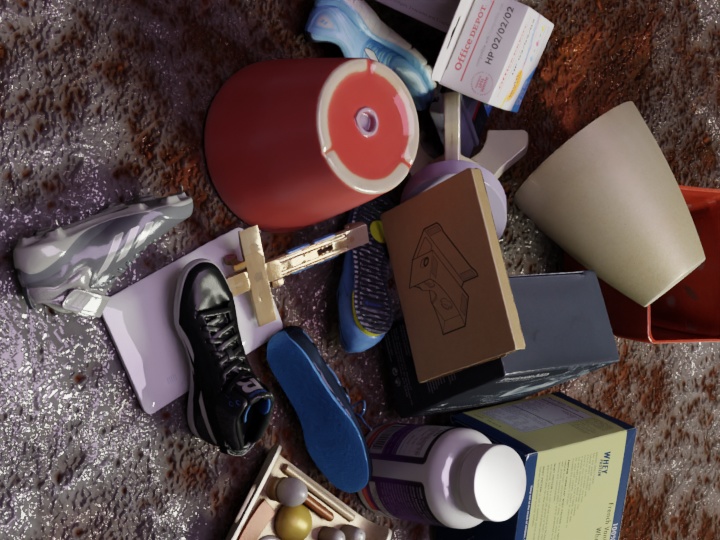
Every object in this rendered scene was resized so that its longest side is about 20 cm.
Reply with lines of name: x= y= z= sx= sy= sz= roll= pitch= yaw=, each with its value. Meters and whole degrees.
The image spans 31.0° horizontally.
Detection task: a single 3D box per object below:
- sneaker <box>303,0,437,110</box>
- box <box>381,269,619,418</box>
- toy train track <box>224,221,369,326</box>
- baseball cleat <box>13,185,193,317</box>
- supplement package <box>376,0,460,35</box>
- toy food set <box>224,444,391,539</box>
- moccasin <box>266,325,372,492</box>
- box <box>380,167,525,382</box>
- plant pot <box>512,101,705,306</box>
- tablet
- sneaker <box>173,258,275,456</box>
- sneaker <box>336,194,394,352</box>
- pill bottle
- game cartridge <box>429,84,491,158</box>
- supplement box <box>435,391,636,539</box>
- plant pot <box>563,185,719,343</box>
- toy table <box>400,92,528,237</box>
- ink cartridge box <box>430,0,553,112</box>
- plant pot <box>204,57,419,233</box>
sneaker: x=0.007 y=-0.249 z=1.544 sx=0.199 sy=0.078 sz=0.091 roll=37 pitch=85 yaw=-28
box: x=0.162 y=0.088 z=1.538 sx=0.194 sy=0.199 sz=0.119 roll=-3 pitch=72 yaw=-38
toy train track: x=-0.083 y=-0.013 z=1.439 sx=0.198 sy=0.032 sz=0.116 roll=-22 pitch=118 yaw=-23
baseball cleat: x=-0.254 y=-0.014 z=1.318 sx=0.198 sy=0.069 sz=0.108 roll=-19 pitch=106 yaw=-28
supplement package: x=0.101 y=-0.394 z=1.483 sx=0.150 sy=0.150 sz=0.202 roll=-31 pitch=145 yaw=-65
toy food set: x=-0.060 y=0.306 z=1.450 sx=0.200 sy=0.060 sz=0.145 roll=41 pitch=63 yaw=-29
moccasin: x=-0.034 y=0.150 z=1.466 sx=0.202 sy=0.079 sz=0.068 roll=68 pitch=21 yaw=-11
box: x=0.098 y=0.009 z=1.436 sx=0.021 sy=0.163 sz=0.203 roll=-5 pitch=77 yaw=-40
plant pot: x=0.314 y=-0.063 z=1.559 sx=0.186 sy=0.188 sz=0.201 roll=-29 pitch=77 yaw=-36
tablet: x=-0.178 y=0.051 z=1.401 sx=0.199 sy=0.014 sz=0.132 roll=-32 pitch=106 yaw=-36
sneaker: x=-0.132 y=0.092 z=1.348 sx=0.072 sy=0.111 sz=0.203 roll=-16 pitch=110 yaw=-36
sneaker: x=0.000 y=0.000 z=1.525 sx=0.065 sy=0.078 sz=0.203 roll=16 pitch=59 yaw=-23
pill bottle: x=0.092 y=0.235 z=1.487 sx=0.110 sy=0.199 sz=0.113 roll=2 pitch=86 yaw=-38
game cartridge: x=0.144 y=-0.248 z=1.627 sx=0.202 sy=0.038 sz=0.130 roll=-69 pitch=153 yaw=-19
supplement box: x=0.213 y=0.276 z=1.592 sx=0.198 sy=0.134 sz=0.203 roll=-7 pitch=110 yaw=-38
plant pot: x=0.380 y=-0.004 z=1.748 sx=0.198 sy=0.175 sz=0.203 roll=2 pitch=86 yaw=-39
toy table: x=0.109 y=-0.111 z=1.547 sx=0.181 sy=0.201 sz=0.119 roll=5 pitch=63 yaw=-6
ink cartridge box: x=0.152 y=-0.249 z=1.470 sx=0.117 sy=0.067 sz=0.200 roll=-68 pitch=164 yaw=10
plant pot: x=-0.043 y=-0.147 z=1.417 sx=0.198 sy=0.176 sz=0.204 roll=3 pitch=84 yaw=-38
